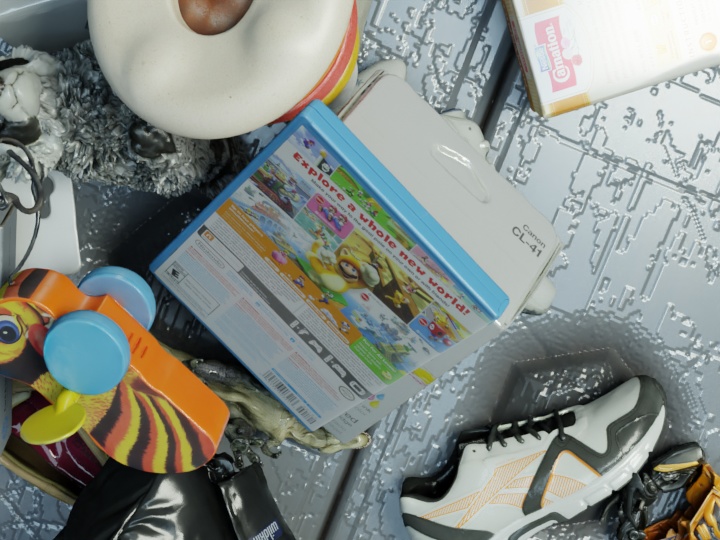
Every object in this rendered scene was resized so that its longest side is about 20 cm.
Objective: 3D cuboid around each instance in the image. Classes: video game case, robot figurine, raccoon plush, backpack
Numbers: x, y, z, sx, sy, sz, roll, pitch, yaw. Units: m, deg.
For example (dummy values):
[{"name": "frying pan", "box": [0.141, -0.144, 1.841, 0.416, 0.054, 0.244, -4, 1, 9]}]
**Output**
[{"name": "video game case", "box": [-0.026, 0.007, 0.743, 0.143, 0.018, 0.200, 46, 142, -6]}, {"name": "robot figurine", "box": [0.212, 0.217, 0.904, 0.144, 0.058, 0.201, 34, 100, -6]}, {"name": "raccoon plush", "box": [-0.153, -0.065, 0.796, 0.132, 0.098, 0.201, -13, 145, 11]}, {"name": "backpack", "box": [-0.100, 0.208, 0.843, 0.200, 0.126, 0.168, 45, 72, -30]}]

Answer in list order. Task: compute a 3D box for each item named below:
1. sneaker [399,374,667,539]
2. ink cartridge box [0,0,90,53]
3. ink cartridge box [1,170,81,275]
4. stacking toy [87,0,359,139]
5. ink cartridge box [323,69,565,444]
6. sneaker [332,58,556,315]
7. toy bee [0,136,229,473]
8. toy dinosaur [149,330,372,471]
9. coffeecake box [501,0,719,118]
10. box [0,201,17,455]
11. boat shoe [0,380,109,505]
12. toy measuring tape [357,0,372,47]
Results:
[{"name": "sneaker", "box": [0.111, 0.127, 0.882, 0.199, 0.074, 0.080, -37, 96, 6]}, {"name": "ink cartridge box", "box": [-0.133, -0.226, 0.796, 0.197, 0.088, 0.148, -14, 82, 2]}, {"name": "ink cartridge box", "box": [-0.270, -0.039, 0.847, 0.197, 0.068, 0.117, -7, 88, 2]}, {"name": "stacking toy", "box": [-0.043, -0.128, 0.737, 0.144, 0.200, 0.149, -3, 83, 20]}, {"name": "ink cartridge box", "box": [0.000, 0.000, 0.799, 0.147, 0.200, 0.086, 42, 54, -4]}, {"name": "sneaker", "box": [0.058, -0.050, 0.852, 0.200, 0.074, 0.087, 44, 80, -13]}, {"name": "toy bee", "box": [-0.167, 0.037, 0.753, 0.108, 0.131, 0.202, -28, 89, 23]}, {"name": "toy dinosaur", "box": [-0.085, 0.079, 0.867, 0.199, 0.088, 0.048, 34, 102, -6]}, {"name": "coffeecake box", "box": [0.181, -0.198, 0.820, 0.197, 0.073, 0.156, -17, 100, 3]}, {"name": "box", "box": [-0.306, 0.027, 0.794, 0.197, 0.041, 0.158, 7, 113, -3]}, {"name": "boat shoe", "box": [-0.228, 0.085, 0.879, 0.199, 0.066, 0.075, 33, 100, -3]}, {"name": "toy measuring tape", "box": [0.005, -0.203, 0.839, 0.072, 0.074, 0.202, 14, 123, -2]}]
